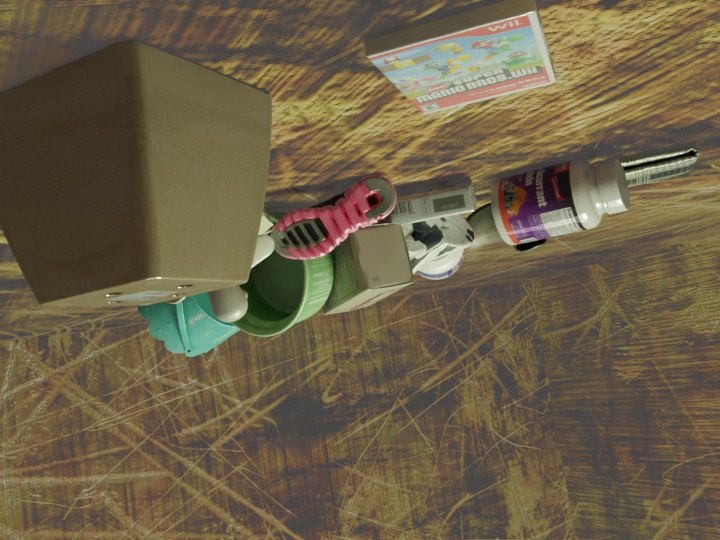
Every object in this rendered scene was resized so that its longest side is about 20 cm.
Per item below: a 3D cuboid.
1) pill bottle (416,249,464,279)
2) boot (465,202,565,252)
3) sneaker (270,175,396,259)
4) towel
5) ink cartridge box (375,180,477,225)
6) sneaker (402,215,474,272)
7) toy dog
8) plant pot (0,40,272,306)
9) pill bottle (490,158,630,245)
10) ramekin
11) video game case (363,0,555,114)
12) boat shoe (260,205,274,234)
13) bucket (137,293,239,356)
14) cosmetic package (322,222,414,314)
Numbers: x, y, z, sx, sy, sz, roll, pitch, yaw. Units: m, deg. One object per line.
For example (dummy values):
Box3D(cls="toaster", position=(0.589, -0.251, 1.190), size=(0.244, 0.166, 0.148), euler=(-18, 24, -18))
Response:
Box3D(cls="pill bottle", position=(0.143, -0.049, 1.573), size=(0.118, 0.121, 0.200), euler=(-9, 174, 6))
Box3D(cls="boot", position=(0.266, -0.074, 1.419), size=(0.199, 0.068, 0.131), euler=(-27, -153, 18))
Box3D(cls="sneaker", position=(-0.040, -0.078, 1.210), size=(0.198, 0.080, 0.095), euler=(-24, -171, 1))
Box3D(cls="towel", position=(0.474, -0.171, 1.399), size=(0.198, 0.035, 0.192), euler=(-13, 175, 18))
Box3D(cls="ink cartridge box", position=(0.113, -0.118, 1.358), size=(0.161, 0.058, 0.200), euler=(-11, -166, 12))
Box3D(cls="sneaker", position=(0.100, -0.037, 1.421), size=(0.198, 0.080, 0.129), euler=(-20, 166, -42))
Box3D(cls="toy dog", position=(-0.170, -0.049, 0.984), size=(0.131, 0.202, 0.096), euler=(15, -158, 23))
Box3D(cls="plant pot", position=(-0.198, -0.065, 0.722), size=(0.198, 0.179, 0.199), euler=(-13, 173, 27))
Box3D(cls="pill bottle", position=(0.318, -0.113, 1.290), size=(0.198, 0.113, 0.111), euler=(-13, 172, 29))
Box3D(cls="ramekin", position=(-0.139, -0.001, 1.310), size=(0.199, 0.202, 0.097), euler=(-13, 180, 32))
Box3D(cls="video game case", position=(0.100, -0.190, 0.742), size=(0.142, 0.018, 0.200), euler=(-10, 173, 17))
Box3D(cls="boat shoe", position=(-0.167, -0.080, 1.159), size=(0.072, 0.061, 0.202), euler=(-23, 176, -7))
Box3D(cls="bucket", position=(-0.273, 0.033, 1.404), size=(0.134, 0.209, 0.206), euler=(-26, 164, 37))
Box3D(cls="cosmetic package", position=(0.000, 0.000, 1.318), size=(0.086, 0.104, 0.200), euler=(-9, 171, -24))
